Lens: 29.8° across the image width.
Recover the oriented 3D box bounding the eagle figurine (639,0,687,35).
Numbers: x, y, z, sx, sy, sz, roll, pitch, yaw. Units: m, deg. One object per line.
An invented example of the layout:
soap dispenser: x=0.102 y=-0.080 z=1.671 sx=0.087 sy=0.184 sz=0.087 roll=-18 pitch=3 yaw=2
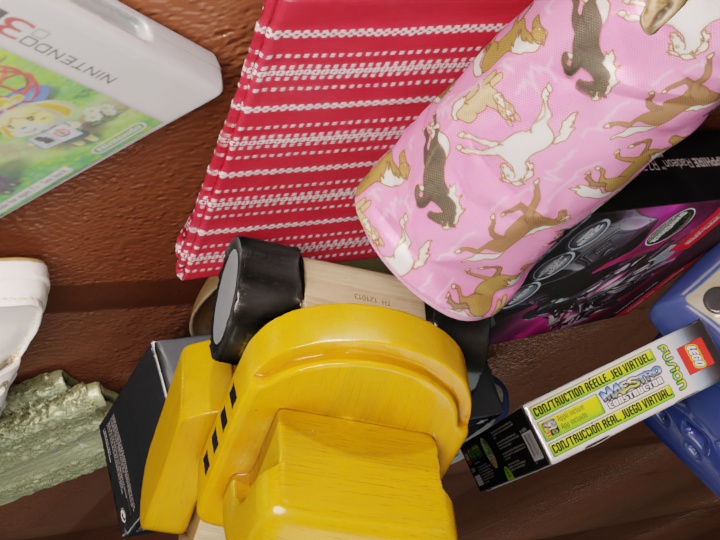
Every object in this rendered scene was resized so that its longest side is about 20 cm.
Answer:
eagle figurine: x=0.021 y=-0.147 z=0.299 sx=0.200 sy=0.151 sz=0.152 roll=19 pitch=106 yaw=-10

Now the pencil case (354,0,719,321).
pencil case: x=0.085 y=-0.061 z=0.519 sx=0.200 sy=0.087 sz=0.083 roll=-40 pitch=178 yaw=36

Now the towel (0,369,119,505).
towel: x=-0.237 y=0.120 z=0.873 sx=0.200 sy=0.037 sz=0.148 roll=-18 pitch=158 yaw=6

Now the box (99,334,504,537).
box: x=-0.039 y=0.089 z=0.807 sx=0.200 sy=0.079 sz=0.141 roll=-6 pitch=160 yaw=-27

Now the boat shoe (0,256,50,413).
boat shoe: x=-0.207 y=0.058 z=0.689 sx=0.071 sy=0.069 sz=0.200 roll=1 pitch=153 yaw=-35

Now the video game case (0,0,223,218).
video game case: x=-0.180 y=-0.054 z=0.488 sx=0.200 sy=0.022 sz=0.182 roll=-25 pitch=158 yaw=23

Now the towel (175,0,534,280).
towel: x=0.005 y=-0.062 z=0.575 sx=0.145 sy=0.023 sz=0.200 roll=-7 pitch=151 yaw=-24

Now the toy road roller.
toy road roller: x=-0.022 y=0.092 z=0.603 sx=0.123 sy=0.146 sz=0.200 roll=12 pitch=130 yaw=-15

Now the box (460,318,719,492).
box: x=0.128 y=0.085 z=0.789 sx=0.110 sy=0.035 sz=0.200 roll=-25 pitch=170 yaw=-11

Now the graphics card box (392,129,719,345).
graphics card box: x=0.120 y=-0.018 z=0.705 sx=0.200 sy=0.051 sz=0.125 roll=-6 pitch=150 yaw=-48

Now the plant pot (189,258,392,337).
plant pot: x=0.000 y=0.000 z=0.758 sx=0.200 sy=0.028 sz=0.200 roll=-14 pitch=160 yaw=-5

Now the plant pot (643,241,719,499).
plant pot: x=0.290 y=0.050 z=0.799 sx=0.200 sy=0.200 sz=0.180 roll=-41 pitch=154 yaw=-8

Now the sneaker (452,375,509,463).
sneaker: x=0.032 y=0.100 z=0.972 sx=0.200 sy=0.075 sz=0.088 roll=-6 pitch=157 yaw=-28
